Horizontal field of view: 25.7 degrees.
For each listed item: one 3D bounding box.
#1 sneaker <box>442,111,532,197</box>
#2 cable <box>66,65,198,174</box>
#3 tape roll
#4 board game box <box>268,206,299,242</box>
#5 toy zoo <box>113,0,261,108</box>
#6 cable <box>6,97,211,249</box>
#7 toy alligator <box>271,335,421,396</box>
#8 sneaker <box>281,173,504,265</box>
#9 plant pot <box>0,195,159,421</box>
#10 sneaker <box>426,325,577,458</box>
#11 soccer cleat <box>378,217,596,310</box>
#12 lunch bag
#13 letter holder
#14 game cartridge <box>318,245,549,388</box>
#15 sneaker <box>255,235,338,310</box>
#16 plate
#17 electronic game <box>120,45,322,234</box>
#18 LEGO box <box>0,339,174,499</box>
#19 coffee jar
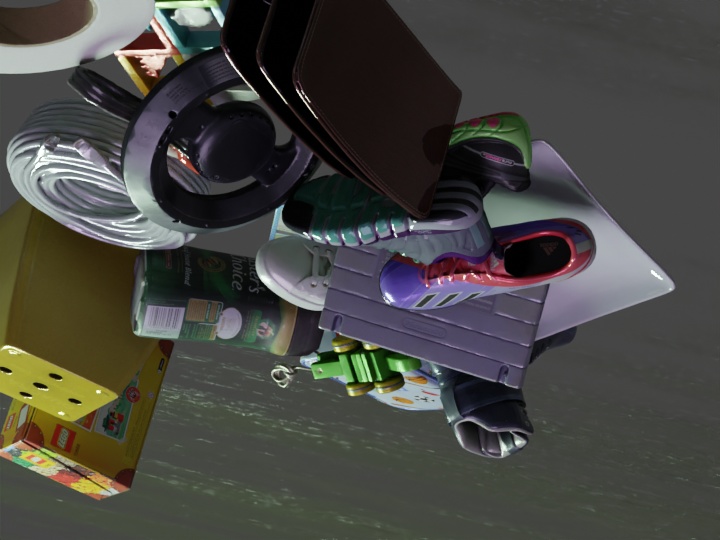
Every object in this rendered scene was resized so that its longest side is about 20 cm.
[{"bbox_3d":[0.064,-0.080,1.381,0.199,0.084,0.077,-12,-175,42],"label":"sneaker"},{"bbox_3d":[-0.182,-0.120,1.380,0.050,0.097,0.200,-48,156,17],"label":"cable"},{"bbox_3d":[-0.260,-0.214,1.230,0.202,0.037,0.203,-8,162,-3],"label":"tape roll"},{"bbox_3d":[0.008,-0.022,1.580,0.199,0.034,0.135,16,152,-3],"label":"board game box"},{"bbox_3d":[-0.155,-0.197,1.354,0.131,0.021,0.200,2,150,22],"label":"toy zoo"},{"bbox_3d":[-0.245,-0.090,1.530,0.200,0.070,0.200,31,154,-32],"label":"cable"},{"bbox_3d":[-0.005,0.091,1.601,0.199,0.054,0.060,-8,103,43],"label":"toy alligator"},{"bbox_3d":[0.024,-0.032,1.364,0.199,0.075,0.088,3,142,35],"label":"sneaker"},{"bbox_3d":[-0.320,0.048,1.713,0.199,0.177,0.200,28,149,-24],"label":"plant pot"},{"bbox_3d":[0.155,0.111,1.575,0.202,0.147,0.077,-4,152,-36],"label":"sneaker"},{"bbox_3d":[0.106,-0.007,1.386,0.199,0.069,0.073,-11,180,16],"label":"soccer cleat"},{"bbox_3d":[0.034,0.094,1.718,0.160,0.076,0.200,-5,155,39],"label":"lunch bag"},{"bbox_3d":[-0.020,-0.137,1.269,0.100,0.143,0.200,-7,146,34],"label":"letter holder"},{"bbox_3d":[0.070,0.019,1.454,0.199,0.130,0.038,17,-174,13],"label":"game cartridge"},{"bbox_3d":[0.000,0.000,1.522,0.199,0.073,0.085,15,151,-25],"label":"sneaker"},{"bbox_3d":[0.160,-0.029,1.456,0.200,0.032,0.200,44,138,-21],"label":"plate"},{"bbox_3d":[-0.112,-0.112,1.360,0.199,0.042,0.201,-19,139,-18],"label":"electronic game"},{"bbox_3d":[-0.324,0.148,1.870,0.149,0.201,0.077,30,148,-27],"label":"LEGO box"},{"bbox_3d":[-0.135,0.030,1.637,0.199,0.104,0.086,8,120,-15],"label":"coffee jar"}]
